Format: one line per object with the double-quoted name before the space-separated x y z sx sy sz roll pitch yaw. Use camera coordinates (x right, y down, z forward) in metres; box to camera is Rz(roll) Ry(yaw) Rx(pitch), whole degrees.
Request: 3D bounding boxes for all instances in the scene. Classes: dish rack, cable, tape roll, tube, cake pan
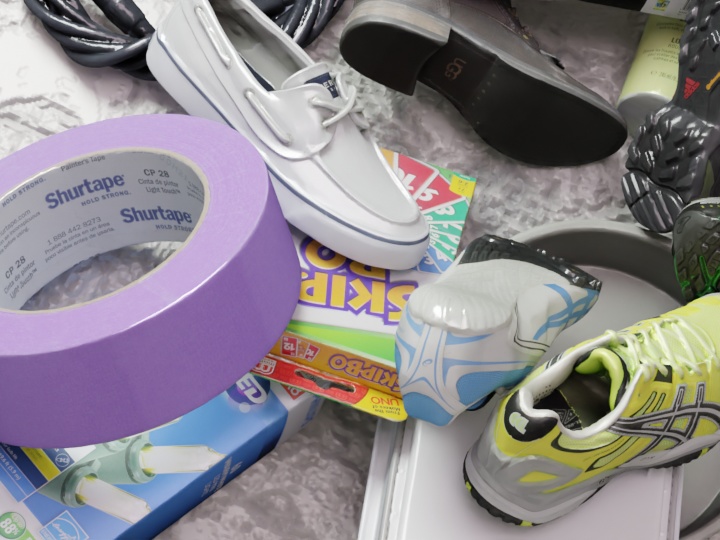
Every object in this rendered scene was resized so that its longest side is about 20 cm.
"dish rack" 0.086 0.134 1.430 0.171 0.044 0.200 13 53 -4
"cable" -0.093 -0.183 1.587 0.200 0.051 0.163 7 67 -9
"tape roll" -0.134 0.003 1.432 0.200 0.066 0.200 -13 36 10
"tube" 0.206 -0.166 1.641 0.058 0.052 0.200 42 57 -27
"cake pan" 0.133 0.070 1.531 0.200 0.037 0.200 4 67 -9

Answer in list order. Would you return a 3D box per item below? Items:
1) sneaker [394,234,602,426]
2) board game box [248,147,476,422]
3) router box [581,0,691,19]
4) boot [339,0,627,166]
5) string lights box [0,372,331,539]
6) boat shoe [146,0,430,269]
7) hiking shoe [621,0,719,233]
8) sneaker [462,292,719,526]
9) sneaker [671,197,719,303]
"sneaker" 0.069 0.029 1.444 0.072 0.073 0.200 25 20 19
"board game box" 0.000 0.000 1.494 0.095 0.030 0.200 18 41 0
"router box" 0.130 -0.221 1.592 0.200 0.051 0.149 8 49 -17
"boot" 0.076 -0.166 1.602 0.200 0.069 0.174 26 49 -19
"string lights box" -0.125 0.086 1.462 0.200 0.059 0.103 -36 76 -22
"boat shoe" -0.034 -0.082 1.489 0.200 0.065 0.074 41 35 14
"hiking shoe" 0.226 -0.107 1.558 0.101 0.200 0.076 15 20 -47
"sneaker" 0.144 0.062 1.422 0.200 0.076 0.075 -31 66 -32
"sneaker" 0.238 -0.012 1.541 0.200 0.078 0.085 12 51 -46
